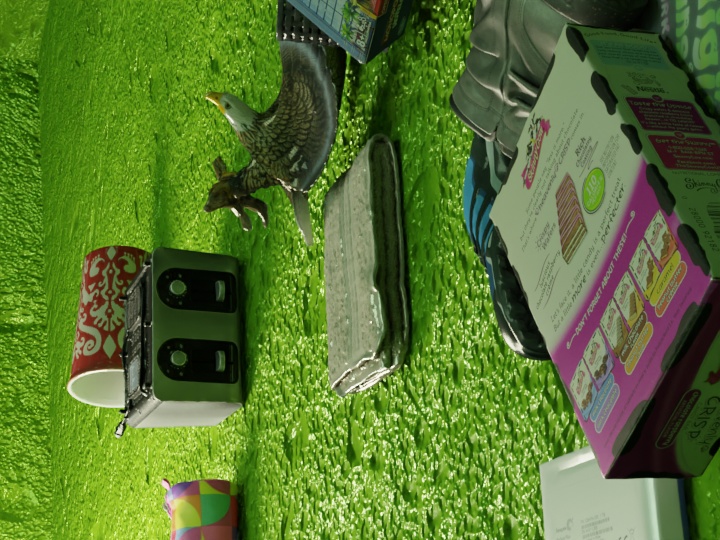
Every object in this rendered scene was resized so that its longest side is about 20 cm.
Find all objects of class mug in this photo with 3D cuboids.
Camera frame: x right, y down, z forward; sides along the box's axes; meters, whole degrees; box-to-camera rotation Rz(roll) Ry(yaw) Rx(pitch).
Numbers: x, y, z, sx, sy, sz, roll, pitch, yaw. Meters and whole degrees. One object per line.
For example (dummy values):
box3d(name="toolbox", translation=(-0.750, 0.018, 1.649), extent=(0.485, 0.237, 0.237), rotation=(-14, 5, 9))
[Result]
box3d(name="mug", translation=(-0.350, 0.086, 2.049), extent=(0.178, 0.133, 0.200), rotation=(129, 143, -56))

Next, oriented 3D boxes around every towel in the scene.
box3d(name="towel", translation=(0.000, 0.000, 1.219), extent=(0.133, 0.034, 0.201), rotation=(137, 133, -62))

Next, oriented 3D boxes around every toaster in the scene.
box3d(name="toaster", translation=(-0.212, 0.088, 1.670), extent=(0.200, 0.118, 0.181), rotation=(139, 132, -63))

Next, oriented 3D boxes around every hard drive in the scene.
box3d(name="hard drive", translation=(0.144, 0.197, 0.794), extent=(0.132, 0.025, 0.201), rotation=(139, 132, -64))

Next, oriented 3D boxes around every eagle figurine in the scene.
box3d(name="eagle figurine", translation=(-0.066, -0.132, 1.270), extent=(0.200, 0.151, 0.152), rotation=(-47, 58, 18))

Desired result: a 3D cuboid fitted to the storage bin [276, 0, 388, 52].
box3d(name="storage bin", translation=(-0.010, -0.286, 1.122), extent=(0.135, 0.093, 0.200), rotation=(-85, 0, -52))

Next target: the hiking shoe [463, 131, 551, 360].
box3d(name="hiking shoe", translation=(0.105, -0.020, 0.893), extent=(0.087, 0.074, 0.200), rotation=(106, 168, -51))

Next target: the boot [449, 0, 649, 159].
box3d(name="boot", translation=(0.076, -0.153, 0.852), extent=(0.200, 0.070, 0.132), rotation=(54, 139, 36))

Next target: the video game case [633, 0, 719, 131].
box3d(name="video game case", translation=(0.178, -0.084, 0.750), extent=(0.182, 0.023, 0.201), rotation=(170, 103, -70))

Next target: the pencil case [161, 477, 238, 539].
box3d(name="pencil case", translation=(-0.174, 0.327, 1.580), extent=(0.088, 0.088, 0.200), rotation=(132, 137, -60))

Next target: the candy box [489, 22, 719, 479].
box3d(name="candy box", translation=(0.139, -0.013, 0.730), extent=(0.200, 0.061, 0.137), rotation=(-108, 28, -44))

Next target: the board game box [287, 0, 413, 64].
box3d(name="board game box", translation=(-0.043, -0.278, 0.993), extent=(0.062, 0.200, 0.200), rotation=(-44, -21, -45))
